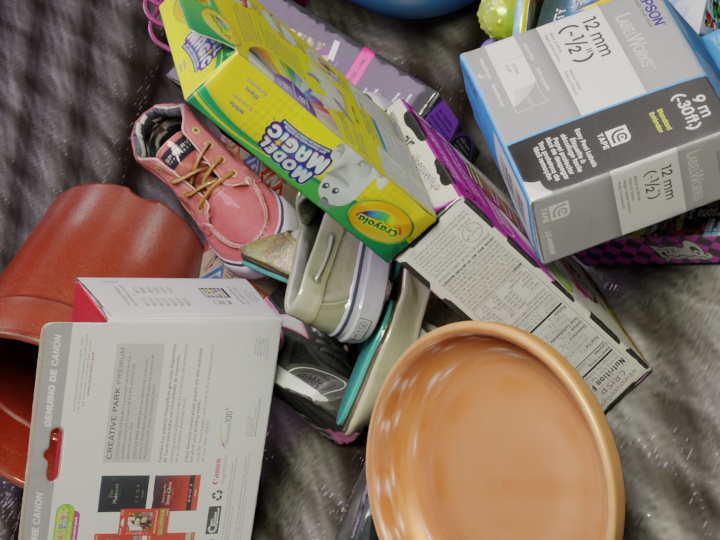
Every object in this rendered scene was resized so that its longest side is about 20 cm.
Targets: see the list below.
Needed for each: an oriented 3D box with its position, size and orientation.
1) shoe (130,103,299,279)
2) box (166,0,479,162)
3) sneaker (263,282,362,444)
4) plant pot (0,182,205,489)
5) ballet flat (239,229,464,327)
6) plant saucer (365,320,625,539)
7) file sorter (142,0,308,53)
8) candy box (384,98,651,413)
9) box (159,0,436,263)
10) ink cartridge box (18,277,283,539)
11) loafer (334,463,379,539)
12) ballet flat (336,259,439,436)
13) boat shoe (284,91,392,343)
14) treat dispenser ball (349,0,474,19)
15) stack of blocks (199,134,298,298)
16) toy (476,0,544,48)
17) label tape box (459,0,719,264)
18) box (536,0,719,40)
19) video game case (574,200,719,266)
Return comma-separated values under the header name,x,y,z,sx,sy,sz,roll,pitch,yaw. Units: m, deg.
name,x,y,z,sx,sy,sz,roll,pitch,yaw
shoe,-0.119,-0.066,1.728,0.072,0.091,0.200,-48,32,4
box,-0.028,-0.118,1.672,0.199,0.122,0.106,35,85,26
sneaker,-0.041,0.055,1.631,0.086,0.080,0.200,-49,33,-5
plant pot,-0.220,0.049,1.776,0.200,0.201,0.196,-20,34,40
ballet flat,0.000,0.000,1.593,0.199,0.071,0.071,25,76,34
plant saucer,0.085,0.129,1.342,0.199,0.037,0.202,6,99,43
file sorter,-0.116,-0.271,1.928,0.140,0.125,0.200,-63,-6,-19
candy box,0.086,-0.005,1.410,0.061,0.200,0.137,-42,34,10
box,-0.046,-0.100,1.292,0.048,0.200,0.118,-40,33,14
ink cartridge box,-0.160,0.111,1.551,0.084,0.174,0.202,-139,54,-59
loafer,0.012,0.166,1.454,0.072,0.073,0.201,-18,43,48
ballet flat,0.041,0.022,1.501,0.069,0.069,0.202,12,84,56
boat shoe,-0.012,-0.046,1.510,0.072,0.062,0.201,-47,31,47
treat dispenser ball,0.042,-0.305,1.782,0.200,0.201,0.202,-32,35,27
stack of blocks,-0.064,-0.052,1.788,0.115,0.058,0.201,-29,37,31
toy,0.111,-0.190,1.594,0.047,0.115,0.202,10,86,12
label tape box,0.178,-0.103,1.372,0.199,0.066,0.144,-21,47,0
box,0.182,-0.151,1.508,0.136,0.038,0.201,-10,47,35
video game case,0.242,-0.087,1.454,0.199,0.036,0.182,-3,55,51
